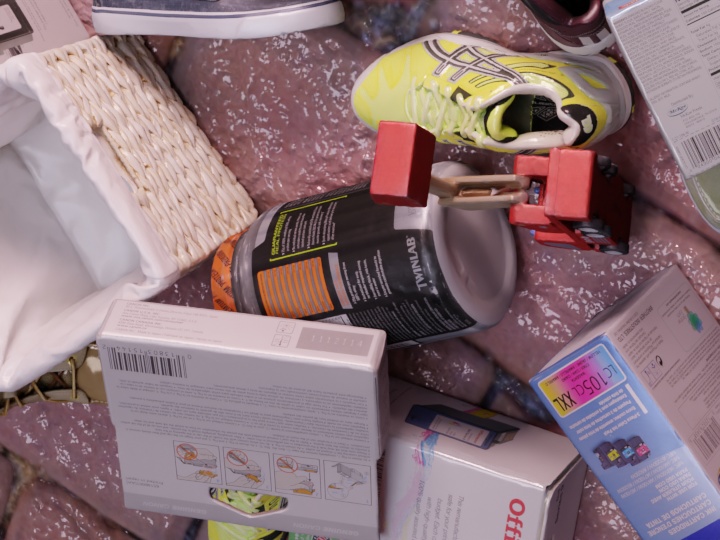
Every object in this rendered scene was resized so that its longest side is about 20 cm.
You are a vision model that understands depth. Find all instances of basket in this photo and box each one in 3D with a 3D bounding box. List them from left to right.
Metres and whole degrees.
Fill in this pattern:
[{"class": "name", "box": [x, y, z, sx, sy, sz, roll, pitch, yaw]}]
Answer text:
[{"class": "basket", "box": [-0.219, -0.052, 1.548, 0.200, 0.161, 0.198, -32, 92, 35]}]

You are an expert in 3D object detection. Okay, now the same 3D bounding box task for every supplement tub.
[{"class": "supplement tub", "box": [0.000, 0.000, 1.472, 0.200, 0.123, 0.123, -12, 103, 32]}]

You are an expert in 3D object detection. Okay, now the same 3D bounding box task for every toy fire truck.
[{"class": "toy fire truck", "box": [0.096, -0.051, 1.352, 0.141, 0.200, 0.049, 5, 83, 18]}]

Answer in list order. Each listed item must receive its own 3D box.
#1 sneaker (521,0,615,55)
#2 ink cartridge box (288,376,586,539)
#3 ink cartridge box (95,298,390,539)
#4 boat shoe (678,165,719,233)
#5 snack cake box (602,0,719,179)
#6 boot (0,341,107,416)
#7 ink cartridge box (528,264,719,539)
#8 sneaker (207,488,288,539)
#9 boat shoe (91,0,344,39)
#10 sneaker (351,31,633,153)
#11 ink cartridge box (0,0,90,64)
[{"class": "sneaker", "box": [0.096, -0.227, 1.321, 0.076, 0.116, 0.200, -44, 83, 8]}, {"class": "ink cartridge box", "box": [0.056, 0.175, 1.534, 0.200, 0.087, 0.145, 18, 117, 23]}, {"class": "ink cartridge box", "box": [-0.079, 0.108, 1.477, 0.200, 0.045, 0.176, 7, 132, 11]}, {"class": "boat shoe", "box": [0.226, -0.114, 1.340, 0.072, 0.062, 0.200, -2, 108, 29]}, {"class": "snack cake box", "box": [0.261, -0.153, 1.254, 0.200, 0.067, 0.115, -25, 103, 11]}, {"class": "boot", "box": [-0.265, 0.090, 1.631, 0.200, 0.155, 0.073, 13, 115, 23]}, {"class": "ink cartridge box", "box": [0.220, 0.114, 1.389, 0.076, 0.136, 0.200, -37, 89, 36]}, {"class": "sneaker", "box": [-0.086, 0.165, 1.613, 0.075, 0.076, 0.200, 27, 121, 15]}, {"class": "boat shoe", "box": [-0.108, -0.214, 1.477, 0.200, 0.071, 0.091, 3, 104, 24]}, {"class": "sneaker", "box": [0.080, -0.118, 1.400, 0.200, 0.076, 0.075, 1, 110, 28]}, {"class": "ink cartridge box", "box": [-0.309, -0.152, 1.531, 0.116, 0.200, 0.068, -29, 92, 34]}]
